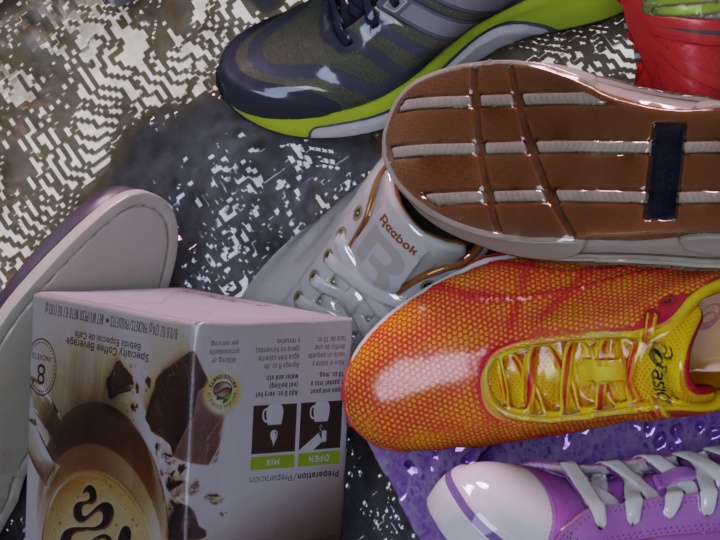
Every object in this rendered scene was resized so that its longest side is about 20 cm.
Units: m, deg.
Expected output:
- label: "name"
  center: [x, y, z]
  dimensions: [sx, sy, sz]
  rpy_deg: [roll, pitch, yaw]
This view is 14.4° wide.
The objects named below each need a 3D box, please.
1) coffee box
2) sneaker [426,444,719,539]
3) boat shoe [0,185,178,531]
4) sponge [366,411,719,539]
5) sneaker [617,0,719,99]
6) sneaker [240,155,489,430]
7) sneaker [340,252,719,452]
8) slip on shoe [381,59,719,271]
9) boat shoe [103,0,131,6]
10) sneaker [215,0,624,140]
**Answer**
- label: "coffee box"
  center: [-0.071, 0.112, 1.112]
  dimensions: [0.113, 0.080, 0.201]
  rpy_deg: [8, 97, 50]
- label: "sneaker"
  center: [0.127, 0.082, 1.074]
  dimensions: [0.200, 0.073, 0.114]
  rpy_deg: [18, 113, -29]
- label: "boat shoe"
  center: [-0.151, 0.041, 1.172]
  dimensions: [0.063, 0.073, 0.200]
  rpy_deg: [40, 99, 43]
- label: "sponge"
  center: [0.106, 0.049, 1.124]
  dimensions: [0.200, 0.030, 0.112]
  rpy_deg: [-26, 101, 4]
- label: "sneaker"
  center: [0.117, -0.117, 1.092]
  dimensions: [0.085, 0.077, 0.200]
  rpy_deg: [8, 110, -16]
- label: "sneaker"
  center: [0.000, 0.000, 1.140]
  dimensions: [0.073, 0.085, 0.200]
  rpy_deg: [41, 97, 8]
- label: "sneaker"
  center: [0.090, 0.027, 1.066]
  dimensions: [0.200, 0.077, 0.073]
  rpy_deg: [-13, 102, 2]
- label: "slip on shoe"
  center: [0.106, -0.035, 1.061]
  dimensions: [0.200, 0.061, 0.076]
  rpy_deg: [3, 75, 25]
- label: "boat shoe"
  center: [-0.056, -0.200, 1.173]
  dimensions: [0.066, 0.070, 0.200]
  rpy_deg: [45, 103, 8]
- label: "sneaker"
  center: [0.029, -0.122, 1.133]
  dimensions: [0.200, 0.081, 0.074]
  rpy_deg: [-27, 47, 4]
